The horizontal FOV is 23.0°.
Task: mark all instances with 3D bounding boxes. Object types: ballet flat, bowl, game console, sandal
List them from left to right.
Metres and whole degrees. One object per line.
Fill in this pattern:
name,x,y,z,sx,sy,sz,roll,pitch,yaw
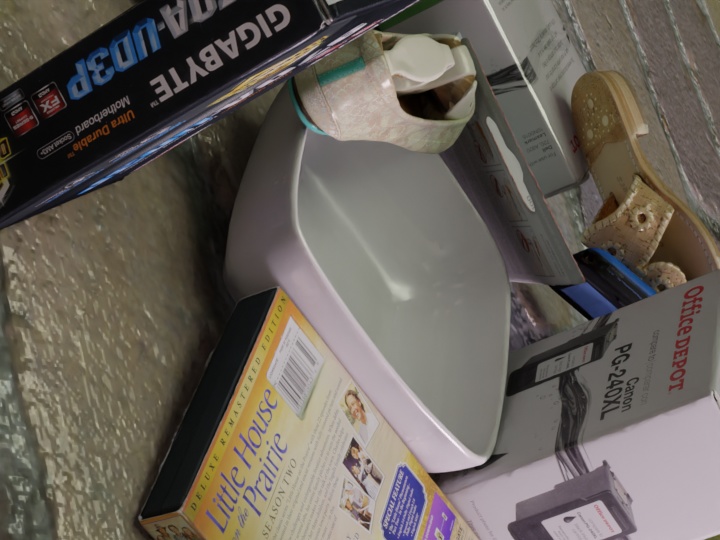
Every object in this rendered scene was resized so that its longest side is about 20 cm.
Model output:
bowl,0.000,0.000,0.950,0.200,0.074,0.200,52,27,-27
ballet flat,0.030,-0.098,0.937,0.068,0.062,0.200,66,24,2
game console,0.168,0.086,1.161,0.171,0.118,0.200,40,-4,1
sandal,0.169,-0.035,1.162,0.069,0.078,0.213,-8,65,-28

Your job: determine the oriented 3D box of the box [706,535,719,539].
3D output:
box,0.241,0.196,1.253,0.050,0.075,0.200,54,28,-22

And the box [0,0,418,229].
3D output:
box,-0.073,-0.084,0.731,0.046,0.199,0.159,61,24,-3

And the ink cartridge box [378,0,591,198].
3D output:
ink cartridge box,0.091,-0.153,1.254,0.201,0.084,0.146,62,25,-11

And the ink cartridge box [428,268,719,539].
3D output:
ink cartridge box,0.129,0.094,0.970,0.084,0.199,0.145,57,26,-17

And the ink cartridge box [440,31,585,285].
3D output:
ink cartridge box,0.087,-0.072,1.099,0.161,0.047,0.200,63,-12,-7

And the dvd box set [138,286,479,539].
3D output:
dvd box set,-0.014,0.127,0.838,0.200,0.029,0.147,52,36,-27
